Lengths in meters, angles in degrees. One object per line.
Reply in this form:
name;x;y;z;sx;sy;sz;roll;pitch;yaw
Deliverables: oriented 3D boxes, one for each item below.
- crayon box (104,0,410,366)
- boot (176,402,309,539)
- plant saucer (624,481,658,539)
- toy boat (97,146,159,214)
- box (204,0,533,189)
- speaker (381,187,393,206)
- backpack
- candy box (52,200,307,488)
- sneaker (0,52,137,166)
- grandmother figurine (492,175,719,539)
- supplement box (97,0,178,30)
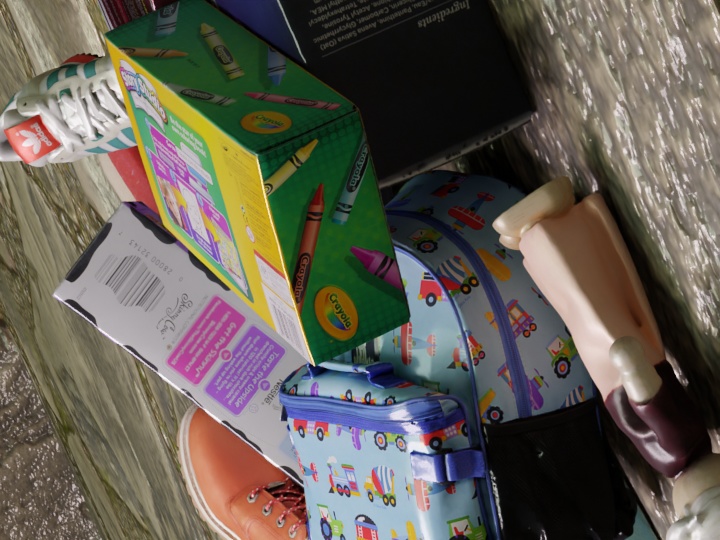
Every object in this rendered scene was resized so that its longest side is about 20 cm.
crayon box;-0.055;-0.050;1.150;0.200;0.058;0.120;40;150;55
boot;-0.043;0.153;1.459;0.201;0.075;0.107;56;152;13
plant saucer;0.133;0.131;1.264;0.201;0.019;0.070;61;164;14
toy boat;-0.089;-0.084;1.535;0.200;0.130;0.131;54;130;33
box;-0.014;-0.140;1.184;0.201;0.104;0.148;67;163;-2
speaker;-0.052;-0.045;1.359;0.200;0.081;0.082;15;128;68
backpack;0.041;0.055;1.209;0.182;0.134;0.202;12;116;55
candy box;-0.079;0.045;1.386;0.199;0.072;0.168;37;180;-2
sneaker;-0.167;-0.096;1.436;0.199;0.093;0.071;-1;121;58
grandmother figurine;0.133;0.052;1.086;0.201;0.060;0.121;59;-169;12
supplement box;-0.133;-0.190;1.506;0.200;0.061;0.110;45;158;61
